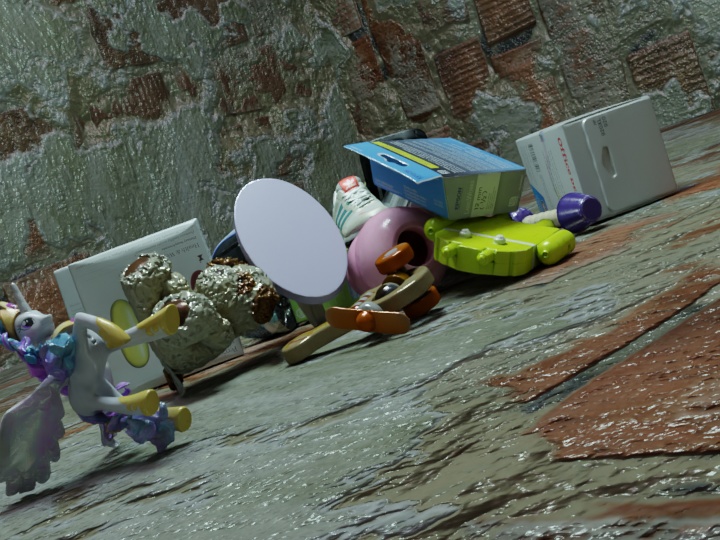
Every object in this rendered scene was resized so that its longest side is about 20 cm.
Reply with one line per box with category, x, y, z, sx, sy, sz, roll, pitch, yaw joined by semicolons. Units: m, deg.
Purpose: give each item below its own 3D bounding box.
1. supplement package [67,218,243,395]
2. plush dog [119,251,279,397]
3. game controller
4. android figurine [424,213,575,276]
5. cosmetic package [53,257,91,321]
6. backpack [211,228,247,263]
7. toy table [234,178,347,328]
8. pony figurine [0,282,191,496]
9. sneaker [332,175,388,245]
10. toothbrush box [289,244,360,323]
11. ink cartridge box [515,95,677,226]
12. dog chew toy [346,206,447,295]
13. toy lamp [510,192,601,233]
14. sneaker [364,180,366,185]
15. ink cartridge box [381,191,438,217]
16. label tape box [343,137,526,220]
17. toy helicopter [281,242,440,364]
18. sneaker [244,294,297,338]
supplement package;-0.288;0.052;1.614;0.190;0.202;0.147;-21;5;-7
plush dog;-0.184;0.053;1.414;0.171;0.162;0.200;-26;32;-18
game controller;0.061;-0.131;1.691;0.103;0.042;0.201;-9;-38;6
android figurine;0.166;-0.036;1.387;0.181;0.041;0.200;13;19;29
cosmetic package;-0.420;0.082;1.817;0.073;0.202;0.102;-20;4;-1
backpack;-0.163;-0.013;1.987;0.189;0.201;0.154;-26;0;0
toy table;-0.099;-0.016;1.541;0.182;0.201;0.117;-18;-27;-15
pony figurine;-0.260;0.111;1.078;0.198;0.195;0.166;5;19;28
sneaker;-0.008;-0.090;1.635;0.070;0.094;0.200;-19;1;-10
toothbrush box;0.000;0.000;1.693;0.199;0.087;0.146;-19;3;16
ink cartridge box;0.346;-0.157;1.671;0.144;0.148;0.200;-20;5;-10
dog chew toy;0.038;-0.011;1.516;0.124;0.125;0.200;-22;-4;-22
toy lamp;0.274;-0.076;1.600;0.058;0.059;0.200;-21;5;-19
sneaker;0.024;-0.084;1.812;0.076;0.201;0.089;-12;36;-15
ink cartridge box;0.137;-0.063;1.608;0.050;0.199;0.162;-64;12;0
label tape box;0.092;-0.117;1.441;0.199;0.067;0.143;-11;29;-41
toy helicopter;-0.004;0.056;1.287;0.199;0.079;0.132;-30;12;12
sneaker;-0.135;0.054;1.716;0.086;0.078;0.200;-22;4;15
